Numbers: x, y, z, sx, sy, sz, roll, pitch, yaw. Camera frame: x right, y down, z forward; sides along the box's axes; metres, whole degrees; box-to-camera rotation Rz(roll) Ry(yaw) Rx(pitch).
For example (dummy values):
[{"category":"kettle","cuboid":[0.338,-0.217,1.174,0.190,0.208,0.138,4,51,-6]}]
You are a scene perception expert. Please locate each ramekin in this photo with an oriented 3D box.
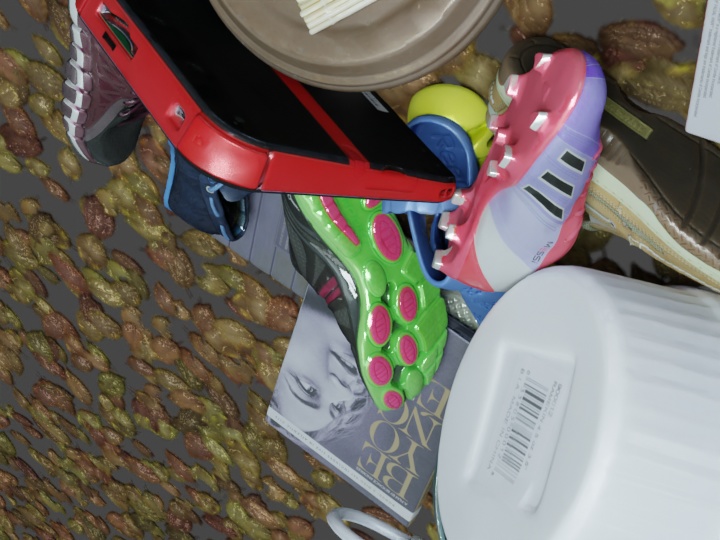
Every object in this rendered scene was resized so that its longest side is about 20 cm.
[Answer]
[{"category":"ramekin","cuboid":[0.124,0.094,0.690,0.097,0.203,0.200,18,151,-21]}]

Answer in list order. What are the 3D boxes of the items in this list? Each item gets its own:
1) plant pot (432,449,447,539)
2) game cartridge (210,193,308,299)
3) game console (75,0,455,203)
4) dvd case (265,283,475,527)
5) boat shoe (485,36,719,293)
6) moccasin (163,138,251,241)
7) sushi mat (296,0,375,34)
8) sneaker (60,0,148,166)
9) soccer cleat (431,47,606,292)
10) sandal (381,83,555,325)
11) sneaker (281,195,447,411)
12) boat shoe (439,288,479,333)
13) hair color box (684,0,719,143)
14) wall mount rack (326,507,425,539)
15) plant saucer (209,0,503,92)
[{"category":"plant pot","cuboid":[0.138,0.152,0.863,0.200,0.201,0.134,41,171,-1]},{"category":"game cartridge","cuboid":[-0.044,-0.060,0.920,0.129,0.038,0.201,30,143,8]},{"category":"game console","cuboid":[-0.057,-0.106,0.718,0.200,0.176,0.031,52,121,36]},{"category":"dvd case","cuboid":[0.007,0.088,0.945,0.148,0.016,0.201,34,133,17]},{"category":"boat shoe","cuboid":[0.155,-0.048,0.718,0.200,0.071,0.076,44,145,15]},{"category":"moccasin","cuboid":[-0.087,-0.084,0.857,0.068,0.081,0.200,34,159,4]},{"category":"sushi mat","cuboid":[0.035,-0.203,0.617,0.199,0.012,0.096,-24,98,23]},{"category":"sneaker","cuboid":[-0.153,-0.134,0.908,0.115,0.076,0.201,27,142,13]},{"category":"soccer cleat","cuboid":[0.099,-0.048,0.682,0.076,0.067,0.200,14,148,-9]},{"category":"sandal","cuboid":[0.067,-0.017,0.817,0.079,0.087,0.201,-2,128,42]},{"category":"sneaker","cuboid":[0.000,0.000,0.857,0.084,0.076,0.202,15,127,64]},{"category":"boat shoe","cuboid":[0.052,0.083,0.961,0.074,0.062,0.201,35,133,18]},{"category":"hair color box","cuboid":[0.261,-0.091,0.576,0.199,0.064,0.112,24,141,24]},{"category":"wall mount rack","cuboid":[0.059,0.208,0.725,0.199,0.075,0.174,28,-176,4]},{"category":"plant saucer","cuboid":[-0.009,-0.195,0.660,0.198,0.029,0.203,5,106,18]}]
